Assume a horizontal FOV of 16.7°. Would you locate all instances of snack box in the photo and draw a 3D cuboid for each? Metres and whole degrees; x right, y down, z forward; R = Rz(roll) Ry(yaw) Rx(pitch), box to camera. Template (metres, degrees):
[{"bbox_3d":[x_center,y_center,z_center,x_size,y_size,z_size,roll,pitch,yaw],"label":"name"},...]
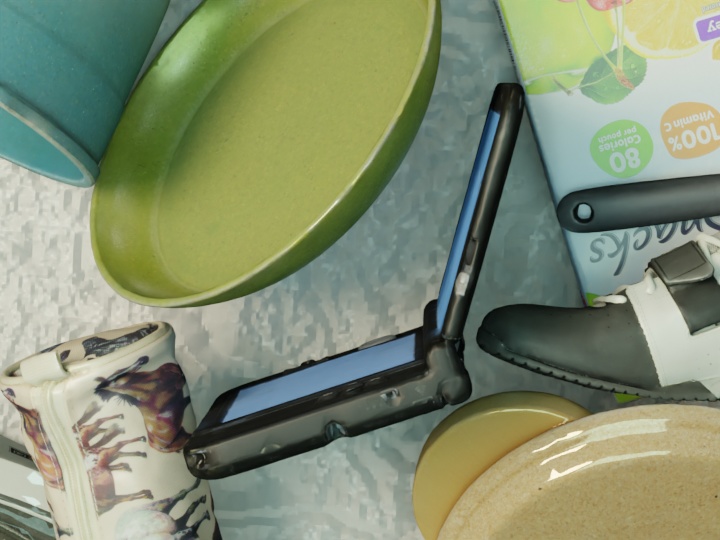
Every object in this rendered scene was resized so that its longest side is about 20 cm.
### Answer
[{"bbox_3d":[0.155,-0.056,1.122,0.142,0.053,0.200,-16,95,4],"label":"snack box"}]

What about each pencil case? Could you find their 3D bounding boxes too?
[{"bbox_3d":[-0.100,0.118,1.068,0.078,0.089,0.200,-8,105,17],"label":"pencil case"}]

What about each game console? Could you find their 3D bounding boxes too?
[{"bbox_3d":[0.000,0.000,1.056,0.176,0.200,0.116,-18,93,3],"label":"game console"}]

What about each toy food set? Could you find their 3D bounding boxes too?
[{"bbox_3d":[0.123,0.133,1.103,0.200,0.049,0.198,-6,127,0],"label":"toy food set"}]

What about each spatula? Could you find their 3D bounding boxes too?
[{"bbox_3d":[0.186,-0.039,1.086,0.200,0.021,0.057,-7,100,1],"label":"spatula"}]

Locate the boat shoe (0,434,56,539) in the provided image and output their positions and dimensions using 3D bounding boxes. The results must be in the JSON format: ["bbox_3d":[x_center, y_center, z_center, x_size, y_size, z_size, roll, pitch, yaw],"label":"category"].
[{"bbox_3d":[-0.177,0.110,1.133,0.200,0.071,0.064,23,94,-2],"label":"boat shoe"}]

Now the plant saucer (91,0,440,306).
[{"bbox_3d":[-0.036,-0.064,1.065,0.200,0.200,0.031,-48,124,4],"label":"plant saucer"}]

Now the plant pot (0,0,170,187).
[{"bbox_3d":[-0.157,-0.166,1.060,0.200,0.200,0.188,29,81,-1],"label":"plant pot"}]

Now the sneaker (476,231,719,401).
[{"bbox_3d":[0.150,0.014,1.070,0.200,0.074,0.089,4,95,-9],"label":"sneaker"}]
